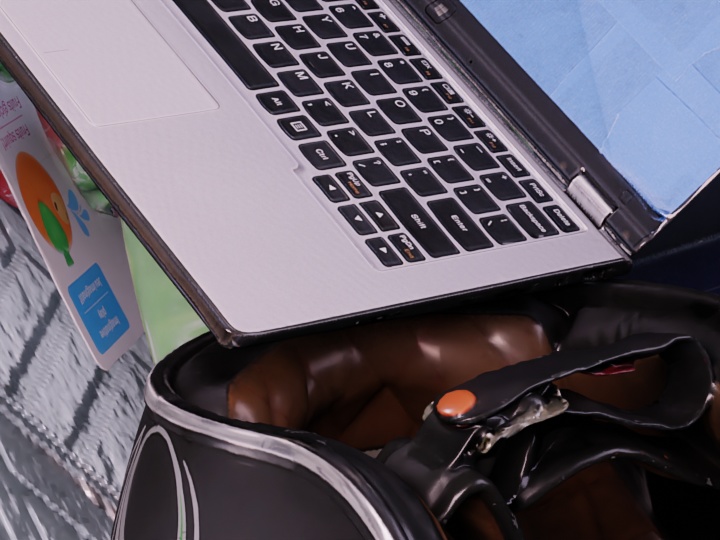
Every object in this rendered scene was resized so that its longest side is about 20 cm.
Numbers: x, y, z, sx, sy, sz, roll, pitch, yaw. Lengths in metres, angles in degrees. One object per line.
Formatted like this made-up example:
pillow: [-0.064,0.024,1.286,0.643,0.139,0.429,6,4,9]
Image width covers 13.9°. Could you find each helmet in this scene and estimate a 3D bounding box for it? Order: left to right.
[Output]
helmet: [0.030,0.110,0.708,0.200,0.199,0.192,-65,150,-75]

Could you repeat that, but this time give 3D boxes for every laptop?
laptop: [0.013,-0.097,0.733,0.199,0.116,0.187,-10,47,-39]

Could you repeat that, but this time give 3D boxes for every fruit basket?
fruit basket: [-0.097,-0.082,0.913,0.201,0.093,0.185,59,13,-6]

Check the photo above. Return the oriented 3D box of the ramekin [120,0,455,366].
ramekin: [0.000,0.000,0.877,0.200,0.097,0.201,-15,90,-80]

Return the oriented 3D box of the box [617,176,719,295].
box: [0.117,0.049,1.153,0.105,0.147,0.201,-93,162,-57]
